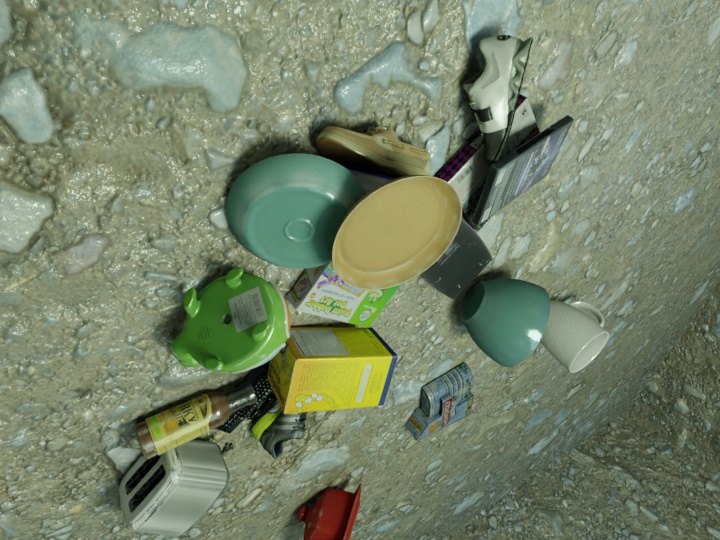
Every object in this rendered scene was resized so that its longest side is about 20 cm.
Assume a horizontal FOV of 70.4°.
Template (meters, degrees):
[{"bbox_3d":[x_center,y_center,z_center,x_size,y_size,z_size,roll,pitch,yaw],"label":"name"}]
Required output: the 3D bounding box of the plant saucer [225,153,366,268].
[{"bbox_3d":[-0.084,-0.065,0.699,0.197,0.036,0.201,-3,137,-3],"label":"plant saucer"}]

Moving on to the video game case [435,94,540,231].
[{"bbox_3d":[0.246,-0.189,0.933,0.200,0.036,0.181,-47,141,5],"label":"video game case"}]

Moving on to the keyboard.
[{"bbox_3d":[-0.188,0.237,0.956,0.200,0.040,0.104,-45,141,5],"label":"keyboard"}]

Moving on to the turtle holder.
[{"bbox_3d":[-0.184,0.094,0.750,0.186,0.141,0.132,-52,158,-2],"label":"turtle holder"}]

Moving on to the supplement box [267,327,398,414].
[{"bbox_3d":[-0.052,0.175,0.918,0.198,0.109,0.111,4,111,-29],"label":"supplement box"}]

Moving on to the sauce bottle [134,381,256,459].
[{"bbox_3d":[-0.277,0.248,0.873,0.198,0.065,0.065,-22,137,-27],"label":"sauce bottle"}]

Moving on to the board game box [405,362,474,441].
[{"bbox_3d":[0.222,0.378,1.419,0.198,0.062,0.201,-26,139,-21],"label":"board game box"}]

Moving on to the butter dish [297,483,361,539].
[{"bbox_3d":[-0.098,0.678,1.368,0.200,0.147,0.202,-58,170,-62],"label":"butter dish"}]

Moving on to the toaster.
[{"bbox_3d":[-0.329,0.378,0.908,0.200,0.114,0.129,-46,139,8],"label":"toaster"}]

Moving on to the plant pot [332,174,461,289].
[{"bbox_3d":[0.049,-0.053,0.714,0.198,0.028,0.201,-17,139,-16],"label":"plant pot"}]

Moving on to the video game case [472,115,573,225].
[{"bbox_3d":[0.287,-0.176,0.908,0.199,0.019,0.143,-35,154,-23],"label":"video game case"}]

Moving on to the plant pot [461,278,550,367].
[{"bbox_3d":[0.310,0.098,1.159,0.134,0.201,0.201,26,111,-11],"label":"plant pot"}]

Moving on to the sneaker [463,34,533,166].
[{"bbox_3d":[0.202,-0.264,0.799,0.074,0.088,0.202,-60,158,-48],"label":"sneaker"}]

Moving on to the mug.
[{"bbox_3d":[0.598,0.160,1.446,0.199,0.175,0.148,-29,140,-16],"label":"mug"}]

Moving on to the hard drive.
[{"bbox_3d":[0.183,-0.026,1.026,0.135,0.042,0.200,-47,141,6],"label":"hard drive"}]

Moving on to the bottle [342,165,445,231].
[{"bbox_3d":[0.030,-0.098,0.754,0.198,0.066,0.084,11,138,-18],"label":"bottle"}]

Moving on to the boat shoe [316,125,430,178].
[{"bbox_3d":[0.023,-0.174,0.743,0.199,0.071,0.065,14,82,-38],"label":"boat shoe"}]

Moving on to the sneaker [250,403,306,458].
[{"bbox_3d":[-0.129,0.287,1.012,0.200,0.081,0.074,-50,152,12],"label":"sneaker"}]

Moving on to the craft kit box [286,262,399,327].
[{"bbox_3d":[0.000,0.000,0.896,0.199,0.049,0.198,19,115,-48],"label":"craft kit box"}]
